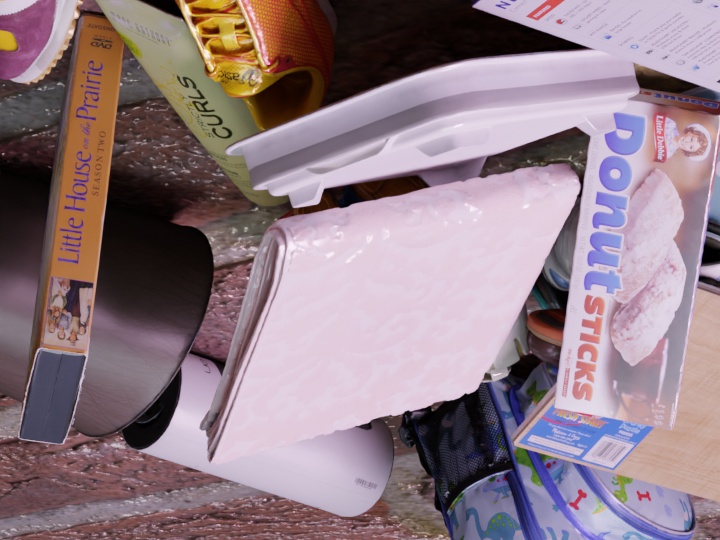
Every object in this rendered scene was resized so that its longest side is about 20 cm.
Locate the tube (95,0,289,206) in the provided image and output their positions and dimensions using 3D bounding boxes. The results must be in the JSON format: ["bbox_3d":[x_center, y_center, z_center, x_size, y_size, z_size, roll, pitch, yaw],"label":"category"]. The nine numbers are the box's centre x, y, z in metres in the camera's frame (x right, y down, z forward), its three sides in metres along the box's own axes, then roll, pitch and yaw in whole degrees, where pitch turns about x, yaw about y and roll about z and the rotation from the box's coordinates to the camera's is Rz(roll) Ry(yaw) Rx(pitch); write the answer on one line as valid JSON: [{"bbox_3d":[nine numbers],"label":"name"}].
[{"bbox_3d":[-0.085,-0.101,1.349,0.058,0.052,0.200,-15,150,15],"label":"tube"}]

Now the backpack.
[{"bbox_3d":[0.145,0.174,1.740,0.147,0.200,0.183,-37,135,28],"label":"backpack"}]

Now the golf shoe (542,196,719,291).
[{"bbox_3d":[0.211,0.008,1.488,0.200,0.079,0.097,15,168,-26],"label":"golf shoe"}]

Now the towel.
[{"bbox_3d":[0.013,0.022,1.389,0.200,0.032,0.191,-14,145,-32],"label":"towel"}]

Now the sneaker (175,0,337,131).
[{"bbox_3d":[-0.058,-0.135,1.236,0.073,0.077,0.200,-5,153,23],"label":"sneaker"}]

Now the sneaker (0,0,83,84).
[{"bbox_3d":[-0.174,-0.166,1.196,0.090,0.075,0.200,12,146,-18],"label":"sneaker"}]

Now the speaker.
[{"bbox_3d":[-0.076,0.120,1.800,0.200,0.081,0.081,21,151,-33],"label":"speaker"}]

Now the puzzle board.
[{"bbox_3d":[0.208,0.074,1.503,0.200,0.017,0.151,17,125,-34],"label":"puzzle board"}]

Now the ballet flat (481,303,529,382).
[{"bbox_3d":[0.078,0.034,1.546,0.069,0.071,0.200,-19,169,-2],"label":"ballet flat"}]

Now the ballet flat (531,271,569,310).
[{"bbox_3d":[0.166,0.041,1.614,0.073,0.073,0.200,-6,144,21],"label":"ballet flat"}]

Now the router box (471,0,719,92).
[{"bbox_3d":[0.180,-0.162,1.170,0.179,0.049,0.200,16,153,-25],"label":"router box"}]

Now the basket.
[{"bbox_3d":[-0.223,0.006,1.515,0.200,0.136,0.180,22,146,-28],"label":"basket"}]

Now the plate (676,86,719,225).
[{"bbox_3d":[0.253,-0.058,1.420,0.200,0.026,0.200,3,157,1],"label":"plate"}]

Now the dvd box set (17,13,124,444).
[{"bbox_3d":[-0.160,-0.021,1.354,0.029,0.200,0.146,8,155,-9],"label":"dvd box set"}]

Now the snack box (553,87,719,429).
[{"bbox_3d":[0.158,-0.006,1.392,0.072,0.024,0.200,11,116,11],"label":"snack box"}]

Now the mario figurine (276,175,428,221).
[{"bbox_3d":[0.000,0.000,1.466,0.123,0.106,0.200,2,167,-5],"label":"mario figurine"}]

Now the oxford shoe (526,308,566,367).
[{"bbox_3d":[0.171,0.079,1.538,0.200,0.073,0.071,23,-173,-38],"label":"oxford shoe"}]

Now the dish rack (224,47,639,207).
[{"bbox_3d":[0.046,-0.074,1.291,0.171,0.044,0.200,-17,175,39],"label":"dish rack"}]
